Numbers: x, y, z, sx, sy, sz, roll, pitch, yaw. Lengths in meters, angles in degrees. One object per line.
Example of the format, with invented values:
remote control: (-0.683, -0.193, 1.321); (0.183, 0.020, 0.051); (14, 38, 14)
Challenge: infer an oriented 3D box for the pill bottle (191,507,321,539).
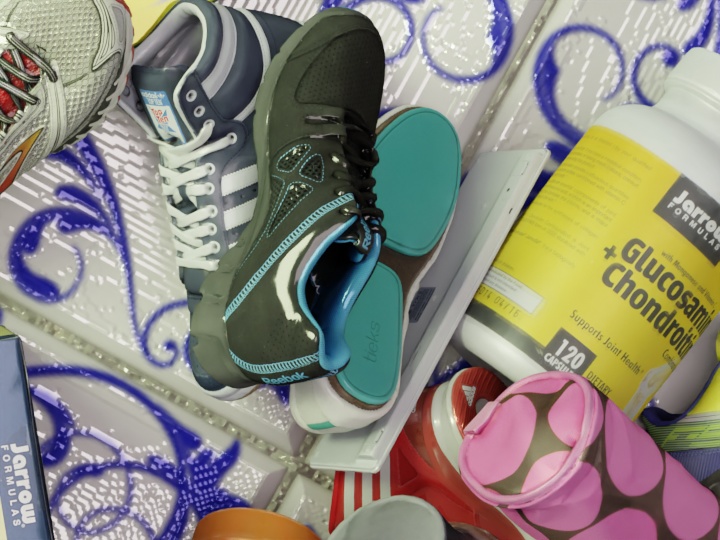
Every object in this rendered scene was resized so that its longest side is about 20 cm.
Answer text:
pill bottle: (-0.068, 0.220, 1.450); (0.106, 0.106, 0.200); (18, 56, -10)

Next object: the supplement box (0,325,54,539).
supplement box: (-0.253, 0.109, 1.397); (0.200, 0.200, 0.135); (-10, 92, -10)

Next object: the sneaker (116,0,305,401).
sneaker: (-0.079, -0.040, 1.471); (0.108, 0.070, 0.200); (18, 80, -43)

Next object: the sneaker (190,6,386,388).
sneaker: (-0.014, -0.035, 1.430); (0.073, 0.082, 0.200); (28, 70, -43)

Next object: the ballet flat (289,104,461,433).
ballet flat: (0.000, 0.000, 1.497); (0.069, 0.069, 0.200); (22, 53, -9)

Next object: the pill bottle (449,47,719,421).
pill bottle: (0.142, -0.014, 1.509); (0.112, 0.112, 0.200); (39, 85, -8)

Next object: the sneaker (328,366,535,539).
sneaker: (0.058, 0.135, 1.528); (0.115, 0.078, 0.200); (-14, 122, 32)

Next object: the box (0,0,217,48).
box: (-0.131, -0.172, 1.493); (0.200, 0.048, 0.117); (-31, 96, -6)

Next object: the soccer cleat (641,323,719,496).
soccer cleat: (0.227, 0.042, 1.515); (0.200, 0.065, 0.084); (-44, 69, 22)

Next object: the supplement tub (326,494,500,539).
supplement tub: (0.053, 0.198, 1.457); (0.107, 0.107, 0.200); (-41, 130, -7)

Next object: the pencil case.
pencil case: (0.128, 0.123, 1.454); (0.091, 0.094, 0.200); (-50, 131, -4)

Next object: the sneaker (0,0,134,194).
sneaker: (-0.187, -0.069, 1.434); (0.078, 0.082, 0.200); (43, 106, 0)

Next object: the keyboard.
keyboard: (0.036, 0.018, 1.493); (0.011, 0.056, 0.200); (40, 66, -24)
